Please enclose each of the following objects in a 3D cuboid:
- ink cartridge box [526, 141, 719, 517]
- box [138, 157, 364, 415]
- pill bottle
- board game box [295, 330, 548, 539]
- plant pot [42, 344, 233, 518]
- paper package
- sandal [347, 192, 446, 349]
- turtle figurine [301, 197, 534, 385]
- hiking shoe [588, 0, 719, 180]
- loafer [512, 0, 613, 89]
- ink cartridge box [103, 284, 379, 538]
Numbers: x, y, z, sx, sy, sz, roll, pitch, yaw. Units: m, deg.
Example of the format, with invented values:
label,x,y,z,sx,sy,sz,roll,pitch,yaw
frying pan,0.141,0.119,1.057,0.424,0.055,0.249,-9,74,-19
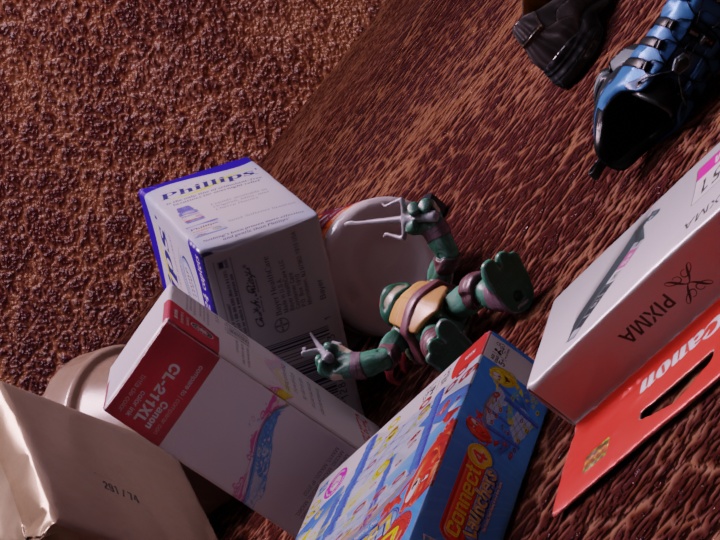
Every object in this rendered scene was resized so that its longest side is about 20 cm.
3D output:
label,x,y,z,sx,sy,sz,roll,pitch,yaw
ink cartridge box,0.165,0.018,1.128,0.200,0.043,0.174,-46,10,34
box,-0.091,0.026,1.697,0.104,0.185,0.200,-18,21,-14
pill bottle,0.000,0.000,1.766,0.114,0.114,0.200,-54,10,-10
board game box,0.020,0.162,1.259,0.200,0.056,0.196,-45,12,38
plant pot,-0.165,0.148,1.884,0.174,0.201,0.201,-22,27,37
paper package,-0.225,0.205,1.688,0.104,0.199,0.191,-50,42,17
sandal,0.008,0.006,1.924,0.201,0.043,0.076,-57,10,-24
turtle figurine,0.043,0.025,1.524,0.200,0.100,0.151,10,77,63
hiking shoe,0.221,-0.143,1.396,0.200,0.074,0.087,-57,11,45
loafer,0.182,-0.237,1.884,0.073,0.072,0.200,-49,9,24
ink cartridge box,-0.080,0.109,1.503,0.083,0.199,0.146,-54,9,4
